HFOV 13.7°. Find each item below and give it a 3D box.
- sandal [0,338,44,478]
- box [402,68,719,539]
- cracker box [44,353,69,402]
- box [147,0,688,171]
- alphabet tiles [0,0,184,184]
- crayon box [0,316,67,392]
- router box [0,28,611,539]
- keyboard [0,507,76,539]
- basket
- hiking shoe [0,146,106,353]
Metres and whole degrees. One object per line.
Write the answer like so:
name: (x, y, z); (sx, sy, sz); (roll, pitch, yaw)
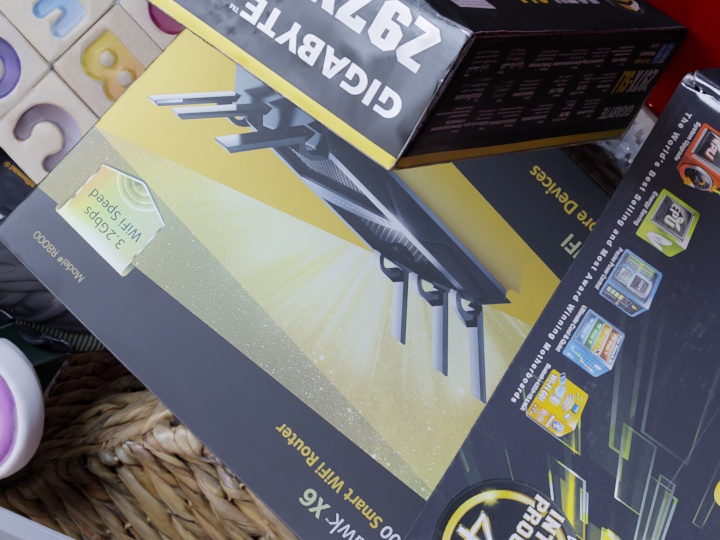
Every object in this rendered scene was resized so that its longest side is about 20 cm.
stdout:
sandal: (-0.213, 0.030, 1.115); (0.202, 0.050, 0.083); (11, 108, 21)
box: (0.120, 0.063, 0.924); (0.161, 0.049, 0.200); (36, 107, 16)
cracker box: (-0.178, 0.051, 1.305); (0.134, 0.058, 0.200); (62, -166, 3)
box: (-0.005, -0.095, 0.885); (0.160, 0.200, 0.049); (37, 107, 15)
alphabet tiles: (-0.143, -0.132, 1.066); (0.200, 0.166, 0.006); (47, -176, 0)
crayon box: (-0.219, 0.072, 1.185); (0.126, 0.052, 0.200); (40, 113, 13)
router box: (0.000, 0.000, 1.024); (0.200, 0.157, 0.052); (44, -176, 5)
keyboard: (-0.141, 0.106, 1.131); (0.200, 0.011, 0.056); (25, 143, -14)
basket: (-0.037, 0.109, 1.239); (0.142, 0.149, 0.200); (-23, 111, 27)
hiking shoe: (-0.132, -0.006, 1.122); (0.199, 0.076, 0.101); (17, 148, 10)
